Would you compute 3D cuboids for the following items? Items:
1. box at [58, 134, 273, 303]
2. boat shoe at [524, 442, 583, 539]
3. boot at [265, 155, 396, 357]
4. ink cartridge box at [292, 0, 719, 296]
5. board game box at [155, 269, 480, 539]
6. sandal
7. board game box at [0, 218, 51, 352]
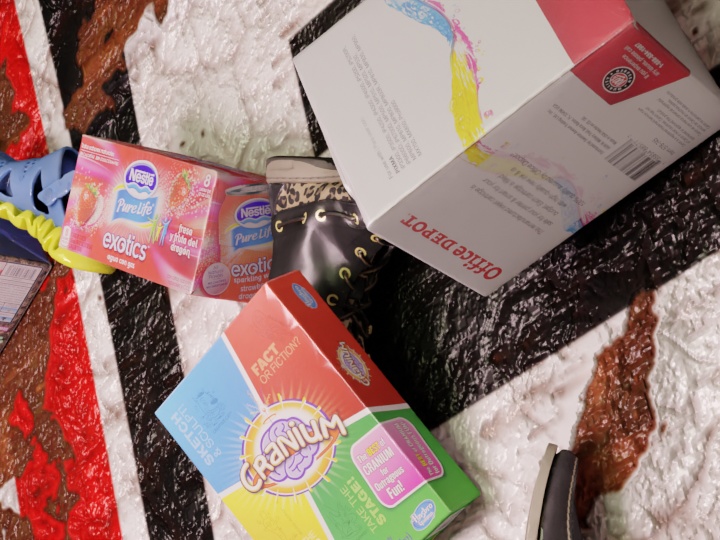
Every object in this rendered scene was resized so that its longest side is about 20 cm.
[{"bbox_3d":[-0.134,-0.039,1.529,0.200,0.102,0.095,17,96,51],"label":"box"},{"bbox_3d":[0.128,0.208,1.218,0.063,0.073,0.201,4,77,7],"label":"boat shoe"},{"bbox_3d":[0.000,0.000,1.385,0.200,0.073,0.151,11,95,43],"label":"boot"},{"bbox_3d":[0.090,-0.110,1.203,0.200,0.145,0.145,-37,55,18],"label":"ink cartridge box"},{"bbox_3d":[-0.033,0.125,1.362,0.200,0.040,0.153,50,124,13],"label":"board game box"},{"bbox_3d":[-0.263,-0.068,1.714,0.200,0.079,0.087,29,101,40],"label":"sandal"},{"bbox_3d":[-0.401,0.025,1.788,0.200,0.159,0.097,-55,45,27],"label":"board game box"}]
